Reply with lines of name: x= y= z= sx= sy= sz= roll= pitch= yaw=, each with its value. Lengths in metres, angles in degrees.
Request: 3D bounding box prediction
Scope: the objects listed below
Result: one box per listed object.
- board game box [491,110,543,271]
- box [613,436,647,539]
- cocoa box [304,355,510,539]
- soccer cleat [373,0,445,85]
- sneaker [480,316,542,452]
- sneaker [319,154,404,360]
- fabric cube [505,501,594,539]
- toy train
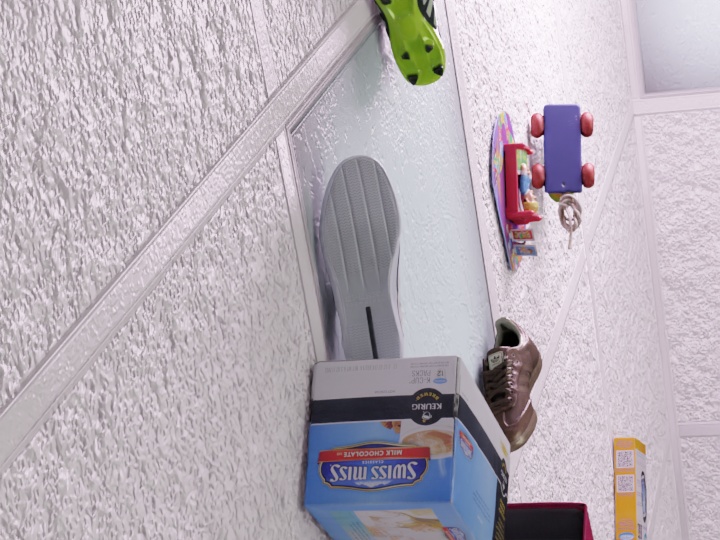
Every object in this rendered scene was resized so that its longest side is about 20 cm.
board game box: x=0.205 y=-0.103 z=2.446 sx=0.159 sy=0.039 sz=0.201 roll=-73 pitch=155 yaw=-50
box: x=0.440 y=0.377 z=3.167 sx=0.119 sy=0.041 sz=0.202 roll=35 pitch=55 yaw=-70
cocoa box: x=0.044 y=0.174 z=1.666 sx=0.200 sy=0.132 sz=0.132 roll=58 pitch=33 yaw=-59
soccer cleat: x=0.041 y=-0.275 z=1.899 sx=0.081 sy=0.067 sz=0.201 roll=-101 pitch=178 yaw=-54
sneaker: x=0.161 y=0.132 z=2.236 sx=0.076 sy=0.070 sz=0.200 roll=57 pitch=24 yaw=-23
sneaker: x=0.000 y=0.000 z=1.698 sx=0.071 sy=0.072 sz=0.202 roll=-142 pitch=-130 yaw=-83
fabric cube: x=0.124 y=0.354 z=1.801 sx=0.200 sy=0.195 sz=0.201 roll=73 pitch=20 yaw=-44
toy train: x=0.273 y=-0.115 z=2.636 sx=0.116 sy=0.084 sz=0.202 roll=74 pitch=16 yaw=-78
